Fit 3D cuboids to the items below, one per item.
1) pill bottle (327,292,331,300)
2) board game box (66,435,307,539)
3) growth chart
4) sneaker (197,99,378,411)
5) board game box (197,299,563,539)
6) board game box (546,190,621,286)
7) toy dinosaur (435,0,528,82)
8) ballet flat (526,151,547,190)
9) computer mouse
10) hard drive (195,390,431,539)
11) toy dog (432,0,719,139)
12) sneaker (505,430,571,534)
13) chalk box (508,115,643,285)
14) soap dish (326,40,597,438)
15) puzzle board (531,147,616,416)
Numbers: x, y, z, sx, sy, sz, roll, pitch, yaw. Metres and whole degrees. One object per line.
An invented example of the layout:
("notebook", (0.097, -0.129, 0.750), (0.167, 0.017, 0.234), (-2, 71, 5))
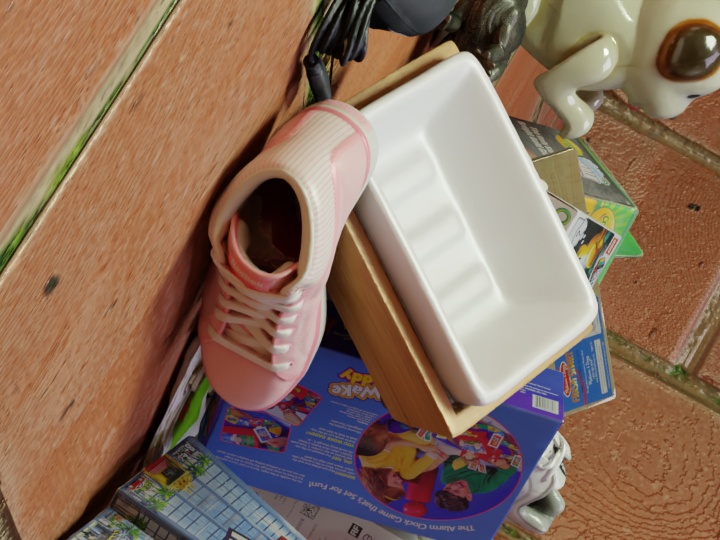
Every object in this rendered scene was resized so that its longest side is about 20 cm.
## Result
("pill bottle", (0.000, 0.000, 1.630), (0.200, 0.112, 0.112), (-64, 173, 24))
("board game box", (-0.073, 0.205, 1.463), (0.062, 0.200, 0.200), (-61, 170, 24))
("growth chart", (-0.092, 0.054, 1.572), (0.145, 0.018, 0.200), (-54, 172, -52))
("sneaker", (-0.057, 0.006, 1.377), (0.105, 0.075, 0.200), (-48, 163, -59))
("board game box", (0.010, 0.095, 1.561), (0.045, 0.200, 0.135), (-84, -164, -49))
("board game box", (0.103, 0.046, 1.715), (0.200, 0.035, 0.126), (-60, 160, 4))
("toy dinosaur", (0.085, -0.162, 1.762), (0.102, 0.077, 0.200), (-38, 156, -41))
("ballet flat", (0.093, -0.060, 1.718), (0.200, 0.067, 0.068), (-99, -160, -61))
("computer mouse", (0.020, -0.146, 1.417), (0.141, 0.046, 0.200), (-61, 174, -6))
("hard drive", (-0.049, 0.186, 1.675), (0.140, 0.200, 0.038), (-58, 172, -12))
("toy dog", (0.185, -0.192, 1.856), (0.194, 0.200, 0.140), (-62, 175, 11))
("sneaker", (0.103, 0.100, 1.633), (0.075, 0.081, 0.200), (-44, 152, -27))
("chalk box", (0.122, -0.038, 1.921), (0.124, 0.200, 0.124), (-63, -150, 22))
("soap dish", (0.042, -0.017, 1.475), (0.081, 0.200, 0.157), (-20, -170, 43))
("puzzle board", (0.107, 0.024, 1.832), (0.017, 0.151, 0.200), (25, -51, 61))
